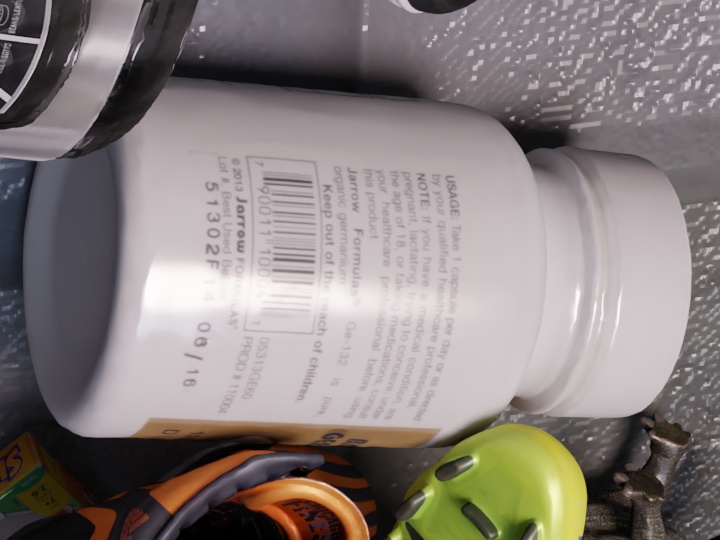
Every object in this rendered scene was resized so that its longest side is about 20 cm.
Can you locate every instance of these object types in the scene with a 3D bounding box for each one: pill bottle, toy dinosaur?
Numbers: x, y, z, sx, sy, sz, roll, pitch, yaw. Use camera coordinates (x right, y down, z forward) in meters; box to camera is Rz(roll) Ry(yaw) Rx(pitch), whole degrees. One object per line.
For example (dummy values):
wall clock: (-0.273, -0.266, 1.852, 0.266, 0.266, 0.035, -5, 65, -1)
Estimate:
pill bottle: (0.000, 0.000, 0.918, 0.199, 0.114, 0.115, 3, 120, -23)
toy dinosaur: (0.113, 0.123, 1.051, 0.199, 0.077, 0.103, 26, 118, -10)

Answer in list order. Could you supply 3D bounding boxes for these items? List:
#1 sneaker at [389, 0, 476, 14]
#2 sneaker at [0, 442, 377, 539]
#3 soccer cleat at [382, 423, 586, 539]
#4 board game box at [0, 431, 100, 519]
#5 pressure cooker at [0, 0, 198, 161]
sneaker: (0.099, -0.137, 0.827, 0.200, 0.112, 0.073, -47, 148, -18)
sneaker: (-0.030, 0.094, 0.928, 0.200, 0.112, 0.078, -16, 90, -55)
soccer cleat: (0.050, 0.116, 0.960, 0.083, 0.065, 0.201, -27, 144, -32)
board game box: (-0.097, 0.149, 1.033, 0.095, 0.030, 0.200, -37, 129, 5)
pressure cooker: (-0.151, -0.119, 0.747, 0.199, 0.178, 0.177, 5, 80, -24)
